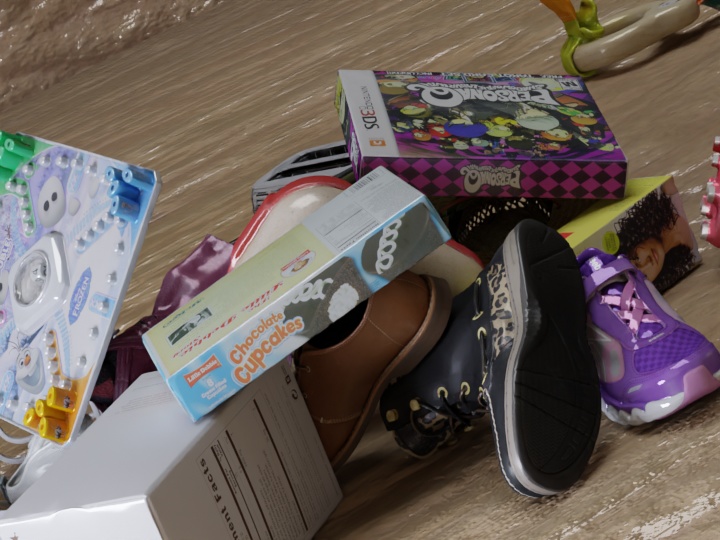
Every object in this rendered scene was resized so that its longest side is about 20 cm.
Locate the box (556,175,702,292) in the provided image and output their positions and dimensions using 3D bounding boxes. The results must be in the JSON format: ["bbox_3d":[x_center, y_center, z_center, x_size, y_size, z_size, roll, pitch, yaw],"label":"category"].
[{"bbox_3d":[0.159,0.007,1.587,0.199,0.076,0.050,-35,20,-33],"label":"box"}]

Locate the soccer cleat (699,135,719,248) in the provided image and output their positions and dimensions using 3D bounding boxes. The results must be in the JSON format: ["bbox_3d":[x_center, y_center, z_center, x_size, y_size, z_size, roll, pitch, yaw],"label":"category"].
[{"bbox_3d":[0.294,-0.055,1.650,0.076,0.067,0.200,13,17,7],"label":"soccer cleat"}]

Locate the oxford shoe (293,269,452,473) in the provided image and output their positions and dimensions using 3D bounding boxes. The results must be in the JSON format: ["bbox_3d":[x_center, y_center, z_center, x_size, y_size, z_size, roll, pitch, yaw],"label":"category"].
[{"bbox_3d":[-0.022,0.071,1.482,0.201,0.071,0.072,-56,31,24],"label":"oxford shoe"}]

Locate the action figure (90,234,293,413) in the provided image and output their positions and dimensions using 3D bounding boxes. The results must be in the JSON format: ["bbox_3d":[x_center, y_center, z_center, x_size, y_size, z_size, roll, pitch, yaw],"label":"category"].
[{"bbox_3d":[-0.150,0.058,1.628,0.199,0.150,0.134,-28,47,-29],"label":"action figure"}]

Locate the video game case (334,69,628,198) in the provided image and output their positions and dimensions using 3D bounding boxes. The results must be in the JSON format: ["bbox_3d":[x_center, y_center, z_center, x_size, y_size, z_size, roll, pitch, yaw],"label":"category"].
[{"bbox_3d":[0.087,-0.104,1.665,0.198,0.036,0.182,1,25,-7],"label":"video game case"}]

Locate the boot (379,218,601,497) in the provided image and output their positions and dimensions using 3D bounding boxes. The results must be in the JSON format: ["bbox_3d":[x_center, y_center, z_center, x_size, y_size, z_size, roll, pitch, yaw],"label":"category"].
[{"bbox_3d":[0.080,0.081,1.437,0.150,0.073,0.201,-39,40,40],"label":"boot"}]

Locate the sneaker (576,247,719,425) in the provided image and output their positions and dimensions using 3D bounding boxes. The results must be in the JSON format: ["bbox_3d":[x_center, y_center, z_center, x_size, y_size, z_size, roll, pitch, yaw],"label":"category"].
[{"bbox_3d":[0.174,0.036,1.449,0.080,0.089,0.200,-23,17,-8],"label":"sneaker"}]

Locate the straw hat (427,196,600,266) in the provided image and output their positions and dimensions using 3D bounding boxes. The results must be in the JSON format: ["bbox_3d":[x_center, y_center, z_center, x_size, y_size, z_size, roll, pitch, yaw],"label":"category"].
[{"bbox_3d":[0.114,-0.031,1.731,0.199,0.086,0.202,-10,40,8],"label":"straw hat"}]

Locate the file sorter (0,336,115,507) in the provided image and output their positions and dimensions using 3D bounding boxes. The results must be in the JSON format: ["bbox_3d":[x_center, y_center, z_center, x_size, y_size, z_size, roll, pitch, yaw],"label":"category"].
[{"bbox_3d":[-0.260,0.102,1.763,0.138,0.125,0.200,-21,16,4],"label":"file sorter"}]

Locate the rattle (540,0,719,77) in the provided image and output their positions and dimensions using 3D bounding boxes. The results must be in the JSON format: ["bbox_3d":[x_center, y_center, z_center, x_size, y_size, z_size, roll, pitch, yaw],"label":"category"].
[{"bbox_3d":[0.284,-0.292,2.273,0.199,0.144,0.130,-23,-4,21],"label":"rattle"}]

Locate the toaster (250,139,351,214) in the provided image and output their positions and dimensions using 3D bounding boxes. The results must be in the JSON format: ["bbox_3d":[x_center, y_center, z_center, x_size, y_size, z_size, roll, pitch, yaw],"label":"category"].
[{"bbox_3d":[-0.006,-0.035,1.848,0.199,0.130,0.113,-8,21,42],"label":"toaster"}]

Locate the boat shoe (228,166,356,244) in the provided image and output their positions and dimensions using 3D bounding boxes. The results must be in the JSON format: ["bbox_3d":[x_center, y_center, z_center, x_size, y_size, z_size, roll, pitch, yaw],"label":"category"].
[{"bbox_3d":[-0.048,-0.035,1.703,0.199,0.066,0.072,-21,33,21],"label":"boat shoe"}]

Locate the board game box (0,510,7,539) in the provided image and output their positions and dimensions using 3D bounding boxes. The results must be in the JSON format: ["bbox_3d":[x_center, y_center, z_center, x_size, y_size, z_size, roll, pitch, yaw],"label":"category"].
[{"bbox_3d":[-0.301,0.238,1.430,0.197,0.044,0.201,-7,32,22],"label":"board game box"}]

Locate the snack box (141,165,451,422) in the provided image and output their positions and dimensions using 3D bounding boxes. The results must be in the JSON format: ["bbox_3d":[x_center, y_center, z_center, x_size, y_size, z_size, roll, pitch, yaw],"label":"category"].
[{"bbox_3d":[-0.044,0.012,1.418,0.199,0.037,0.116,-35,17,-4],"label":"snack box"}]

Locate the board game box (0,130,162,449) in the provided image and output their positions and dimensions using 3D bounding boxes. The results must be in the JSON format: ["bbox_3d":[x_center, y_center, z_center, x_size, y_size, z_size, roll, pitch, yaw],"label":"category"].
[{"bbox_3d":[-0.237,0.007,1.587,0.026,0.202,0.199,19,-2,-41],"label":"board game box"}]

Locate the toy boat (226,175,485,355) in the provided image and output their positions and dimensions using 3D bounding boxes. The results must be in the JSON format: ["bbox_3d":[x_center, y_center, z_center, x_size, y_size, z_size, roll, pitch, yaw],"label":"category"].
[{"bbox_3d":[0.000,0.000,1.604,0.131,0.199,0.131,-53,22,22],"label":"toy boat"}]

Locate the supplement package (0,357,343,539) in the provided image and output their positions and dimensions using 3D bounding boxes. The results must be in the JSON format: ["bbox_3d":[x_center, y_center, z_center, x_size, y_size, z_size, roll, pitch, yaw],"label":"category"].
[{"bbox_3d":[-0.117,0.153,1.411,0.120,0.121,0.200,-12,19,29],"label":"supplement package"}]

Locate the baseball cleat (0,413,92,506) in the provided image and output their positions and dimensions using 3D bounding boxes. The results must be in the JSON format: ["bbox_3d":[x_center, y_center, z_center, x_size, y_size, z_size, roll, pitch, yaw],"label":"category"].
[{"bbox_3d":[-0.160,0.131,1.568,0.199,0.107,0.070,-27,29,4],"label":"baseball cleat"}]
